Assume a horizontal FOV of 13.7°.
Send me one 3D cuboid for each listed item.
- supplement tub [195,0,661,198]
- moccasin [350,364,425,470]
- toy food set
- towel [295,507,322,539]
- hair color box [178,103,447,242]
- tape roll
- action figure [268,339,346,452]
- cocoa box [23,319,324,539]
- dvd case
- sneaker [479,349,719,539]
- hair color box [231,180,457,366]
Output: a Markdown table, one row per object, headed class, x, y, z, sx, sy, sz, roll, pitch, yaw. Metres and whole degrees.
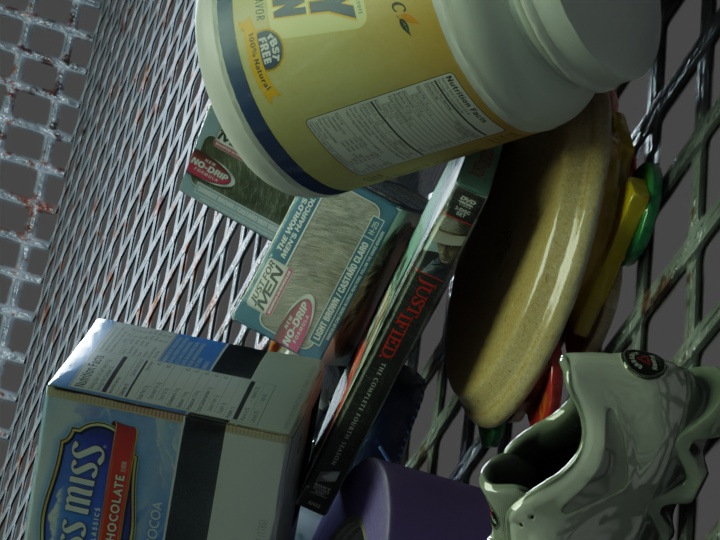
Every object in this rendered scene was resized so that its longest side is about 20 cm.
| class | x | y | z | sx | sy | sz | roll | pitch | yaw |
| --- | --- | --- | --- | --- | --- | --- | --- | --- | --- |
| supplement tub | 0.034 | -0.126 | 1.488 | 0.200 | 0.144 | 0.145 | -17 | 47 | 30 |
| moccasin | 0.002 | 0.144 | 1.726 | 0.081 | 0.068 | 0.200 | -81 | 13 | -66 |
| toy food set | 0.094 | -0.006 | 1.547 | 0.198 | 0.049 | 0.200 | -96 | 26 | -61 |
| towel | -0.068 | 0.198 | 1.692 | 0.048 | 0.200 | 0.172 | -16 | -51 | -66 |
| hair color box | -0.020 | -0.074 | 1.840 | 0.200 | 0.099 | 0.061 | -32 | -32 | -63 |
| tape roll | 0.017 | 0.201 | 1.528 | 0.200 | 0.085 | 0.201 | -163 | 90 | -77 |
| action figure | -0.028 | 0.036 | 1.926 | 0.194 | 0.104 | 0.200 | -74 | 9 | -57 |
| cocoa box | -0.105 | 0.145 | 1.575 | 0.133 | 0.131 | 0.201 | -65 | -14 | -74 |
| dvd case | 0.024 | 0.016 | 1.575 | 0.146 | 0.022 | 0.200 | -69 | 4 | -67 |
| sneaker | 0.085 | 0.119 | 1.328 | 0.074 | 0.088 | 0.200 | -103 | 31 | -65 |
| hair color box | 0.000 | 0.000 | 1.717 | 0.100 | 0.060 | 0.200 | -63 | -14 | 5 |
